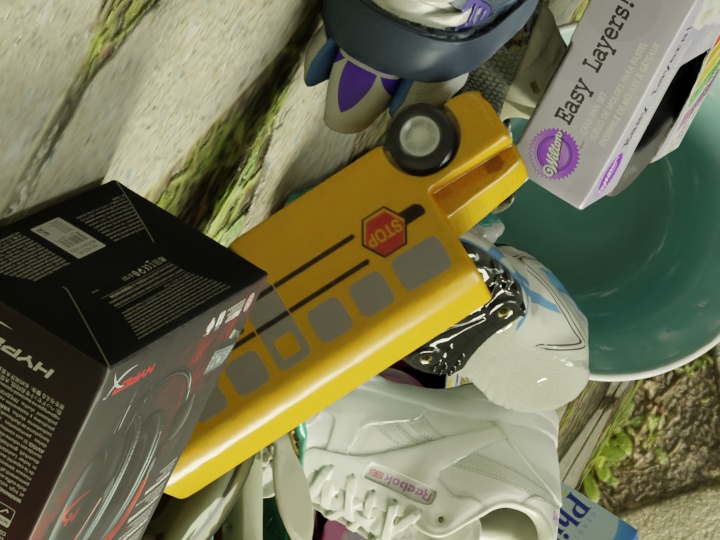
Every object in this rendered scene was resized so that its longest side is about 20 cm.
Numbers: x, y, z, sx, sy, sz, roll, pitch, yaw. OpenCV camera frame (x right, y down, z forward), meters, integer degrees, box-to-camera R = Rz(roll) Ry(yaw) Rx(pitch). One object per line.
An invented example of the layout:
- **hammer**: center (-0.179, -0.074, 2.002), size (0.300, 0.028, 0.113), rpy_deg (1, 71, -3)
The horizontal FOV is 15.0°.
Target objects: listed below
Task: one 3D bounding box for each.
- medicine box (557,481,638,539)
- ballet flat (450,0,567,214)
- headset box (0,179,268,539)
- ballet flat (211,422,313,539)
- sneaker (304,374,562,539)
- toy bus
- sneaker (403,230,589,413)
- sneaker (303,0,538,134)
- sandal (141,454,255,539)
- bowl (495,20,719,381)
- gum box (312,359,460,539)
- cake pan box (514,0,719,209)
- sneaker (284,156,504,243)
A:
- **medicine box**: center (0.038, 0.191, 1.652), size (0.103, 0.199, 0.183), rpy_deg (-46, 163, -47)
- **ballet flat**: center (0.076, -0.095, 1.412), size (0.072, 0.072, 0.201), rpy_deg (-51, 166, -33)
- **headset box**: center (-0.127, 0.082, 0.979), size (0.201, 0.075, 0.149), rpy_deg (-63, 168, 19)
- **ballet flat**: center (-0.055, 0.149, 1.281), size (0.067, 0.070, 0.202), rpy_deg (0, 91, -43)
- **sneaker**: center (0.013, 0.102, 1.362), size (0.075, 0.199, 0.100), rpy_deg (122, -33, -55)
- **toy bus**: center (-0.016, 0.008, 1.145), size (0.199, 0.079, 0.065), rpy_deg (-33, 167, 1)
- **sneaker**: center (0.055, 0.013, 1.307), size (0.072, 0.073, 0.200), rpy_deg (-25, 155, 13)
- **sneaker**: center (0.024, -0.117, 1.105), size (0.147, 0.080, 0.200), rpy_deg (-65, 173, 9)
- **sandal**: center (-0.117, 0.131, 1.205), size (0.057, 0.079, 0.202), rpy_deg (45, 60, -33)
- **bowl**: center (0.132, -0.042, 1.563), size (0.202, 0.200, 0.105), rpy_deg (-58, -171, -1)
- **gum box**: center (0.015, 0.097, 1.484), size (0.114, 0.066, 0.201), rpy_deg (79, 17, -74)
- **cake pan box**: center (0.158, -0.133, 1.367), size (0.201, 0.052, 0.184), rpy_deg (-62, 165, 20)
- **sneaker**: center (0.000, 0.000, 1.348), size (0.200, 0.077, 0.092), rpy_deg (-18, 143, -59)
